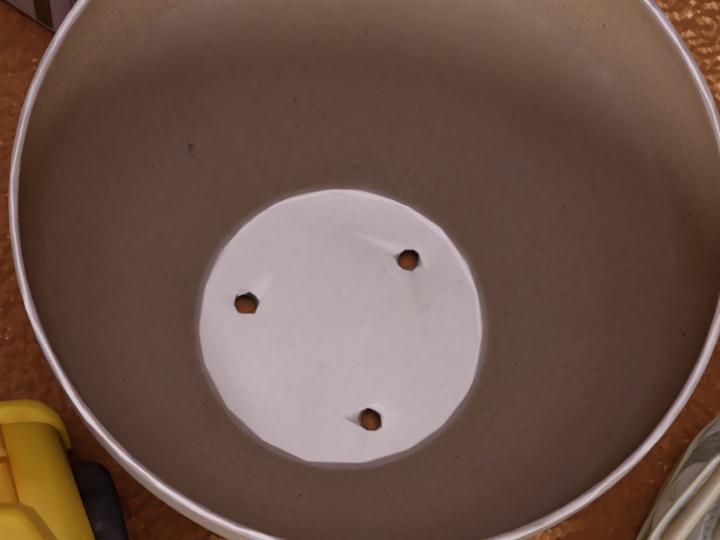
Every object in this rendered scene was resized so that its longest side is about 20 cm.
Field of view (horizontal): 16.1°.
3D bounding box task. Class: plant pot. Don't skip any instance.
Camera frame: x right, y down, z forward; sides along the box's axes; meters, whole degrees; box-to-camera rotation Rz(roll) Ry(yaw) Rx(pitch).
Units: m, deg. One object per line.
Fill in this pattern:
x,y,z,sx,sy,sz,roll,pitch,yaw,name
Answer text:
0.000,0.000,0.756,0.200,0.134,0.200,1,73,-4,plant pot

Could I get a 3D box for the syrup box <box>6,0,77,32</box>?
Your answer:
-0.152,-0.167,0.822,0.200,0.081,0.079,32,74,7,syrup box

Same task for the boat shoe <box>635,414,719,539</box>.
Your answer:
0.096,0.125,0.763,0.073,0.063,0.201,30,73,5,boat shoe

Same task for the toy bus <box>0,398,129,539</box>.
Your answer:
-0.116,0.121,0.681,0.136,0.192,0.200,-14,73,-7,toy bus
